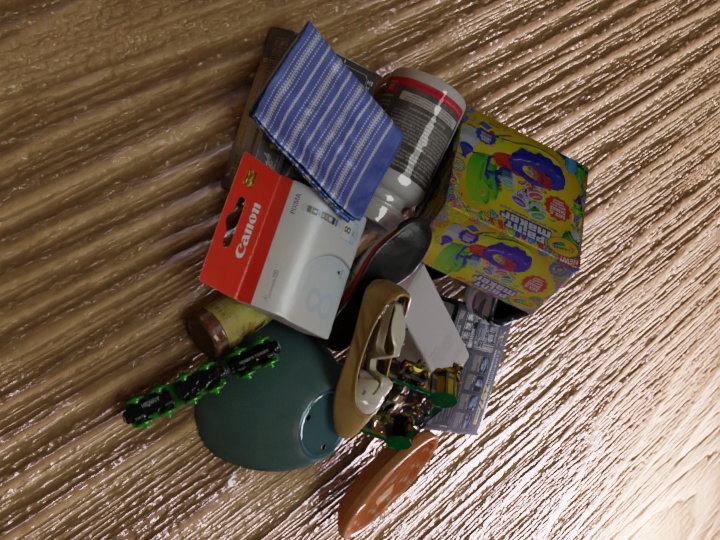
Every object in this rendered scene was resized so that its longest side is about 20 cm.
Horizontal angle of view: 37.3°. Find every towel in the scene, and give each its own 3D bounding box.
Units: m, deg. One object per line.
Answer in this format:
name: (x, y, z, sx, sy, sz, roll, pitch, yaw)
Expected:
towel: (-0.033, -0.170, 1.254, 0.200, 0.024, 0.146, 45, 63, -34)

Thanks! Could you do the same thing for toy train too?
toy train: (-0.185, 0.130, 1.250, 0.199, 0.056, 0.042, -25, 89, -12)

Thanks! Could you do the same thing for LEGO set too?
LEGO set: (0.048, 0.140, 1.433, 0.201, 0.152, 0.117, 117, -14, -50)

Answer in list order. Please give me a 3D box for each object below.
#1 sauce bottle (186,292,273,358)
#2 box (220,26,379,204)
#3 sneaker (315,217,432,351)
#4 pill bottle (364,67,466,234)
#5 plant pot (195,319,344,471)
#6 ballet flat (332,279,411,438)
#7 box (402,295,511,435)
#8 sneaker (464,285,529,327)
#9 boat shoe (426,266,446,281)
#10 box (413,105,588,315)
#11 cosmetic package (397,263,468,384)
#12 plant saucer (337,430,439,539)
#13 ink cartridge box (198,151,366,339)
sauce bottle: (-0.120, 0.032, 1.311, 0.199, 0.066, 0.067, -35, 128, -31)
box: (-0.071, -0.172, 1.300, 0.158, 0.048, 0.202, 15, 94, -48)
sneaker: (-0.001, 0.000, 1.369, 0.067, 0.108, 0.202, 37, 92, -33)
pill bottle: (0.050, -0.152, 1.391, 0.111, 0.110, 0.201, 33, 79, -48)
plant pot: (-0.088, 0.171, 1.347, 0.199, 0.134, 0.202, -20, 119, -42)
ballet flat: (0.015, 0.111, 1.293, 0.068, 0.063, 0.202, 11, 92, -46)
box: (0.153, 0.151, 1.661, 0.157, 0.051, 0.202, 15, 93, -48)
sneaker: (0.247, 0.008, 1.527, 0.078, 0.140, 0.200, 42, 92, -19)
boat shoe: (0.122, -0.024, 1.546, 0.199, 0.067, 0.072, -22, 120, -44)
box: (0.186, -0.080, 1.435, 0.199, 0.122, 0.194, 24, 50, -12)
cosmetic package: (0.061, 0.074, 1.486, 0.081, 0.112, 0.201, -53, 138, -27)
plant saucer: (0.034, 0.304, 1.549, 0.200, 0.037, 0.201, -42, 161, -18)
ink cartridge box: (-0.085, -0.026, 1.255, 0.200, 0.047, 0.161, 31, 74, -50)
